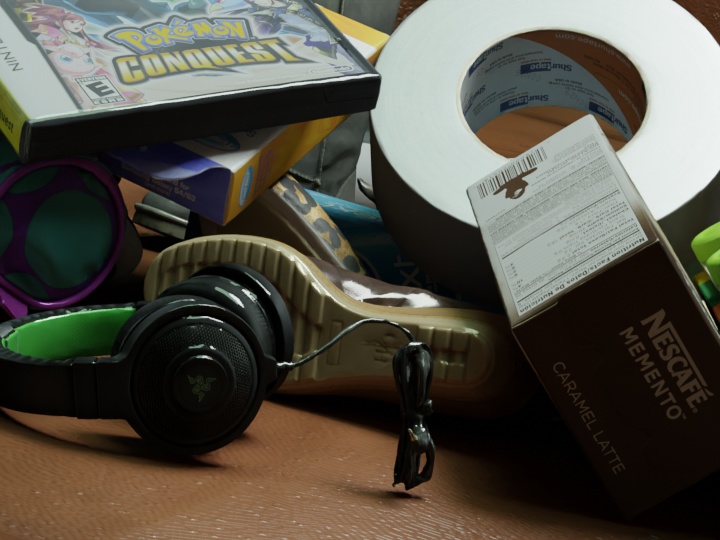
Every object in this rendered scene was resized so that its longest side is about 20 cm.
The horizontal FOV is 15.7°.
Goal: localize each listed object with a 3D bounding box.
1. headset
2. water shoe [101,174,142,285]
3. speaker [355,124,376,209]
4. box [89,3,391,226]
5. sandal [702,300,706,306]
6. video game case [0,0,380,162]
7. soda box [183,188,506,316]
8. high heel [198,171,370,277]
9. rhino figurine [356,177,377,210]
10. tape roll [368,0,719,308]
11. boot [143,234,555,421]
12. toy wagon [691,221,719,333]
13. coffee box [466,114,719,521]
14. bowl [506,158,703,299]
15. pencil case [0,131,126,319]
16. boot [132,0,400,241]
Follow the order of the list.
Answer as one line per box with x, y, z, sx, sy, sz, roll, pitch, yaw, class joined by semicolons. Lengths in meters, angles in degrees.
-0.067;0.051;1.146;0.199;0.094;0.124;-1;11;9;headset
-0.167;-0.052;1.465;0.079;0.072;0.200;-33;32;-24;water shoe
-0.025;-0.068;1.807;0.200;0.081;0.081;6;11;-32;speaker
-0.082;-0.094;1.392;0.119;0.042;0.200;25;39;17;box
0.161;0.044;1.370;0.078;0.070;0.212;31;1;-21;sandal
-0.118;-0.128;1.358;0.199;0.026;0.181;-11;41;-29;video game case
0.000;0.000;1.482;0.199;0.064;0.068;16;11;22;soda box
-0.048;-0.055;1.449;0.200;0.071;0.143;35;34;7;high heel
0.054;-0.021;1.604;0.060;0.088;0.200;20;12;42;rhino figurine
0.104;-0.073;1.426;0.200;0.066;0.201;0;52;1;tape roll
0.002;0.037;1.331;0.199;0.073;0.166;14;-3;17;boot
0.205;0.050;1.257;0.039;0.155;0.200;-27;7;5;toy wagon
0.118;0.017;1.245;0.080;0.115;0.200;-30;19;7;coffee box
0.168;0.008;1.536;0.200;0.105;0.201;12;9;-2;bowl
-0.209;-0.039;1.364;0.200;0.093;0.085;20;-20;50;pencil case
-0.053;-0.110;1.640;0.182;0.201;0.072;3;13;-46;boot
